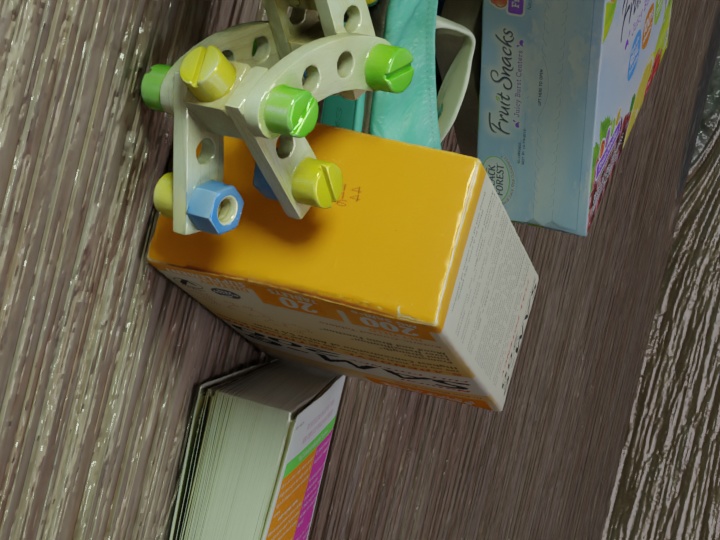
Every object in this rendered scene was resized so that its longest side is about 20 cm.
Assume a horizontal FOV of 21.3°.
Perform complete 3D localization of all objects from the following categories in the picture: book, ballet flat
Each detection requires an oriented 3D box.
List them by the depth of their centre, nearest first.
[{"bbox_3d":[0.020,-0.123,0.885,0.070,0.067,0.201,-10,119,-26],"label":"ballet flat"},{"bbox_3d":[-0.055,0.147,0.928,0.134,0.048,0.201,-19,123,-74],"label":"book"}]

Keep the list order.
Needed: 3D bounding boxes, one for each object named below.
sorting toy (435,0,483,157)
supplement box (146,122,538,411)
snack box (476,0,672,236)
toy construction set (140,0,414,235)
[{"bbox_3d":[0.064,-0.166,1.040,0.199,0.069,0.201,67,38,-66],"label":"sorting toy"},{"bbox_3d":[0.000,0.000,0.839,0.200,0.125,0.074,48,56,-72],"label":"supplement box"},{"bbox_3d":[0.116,-0.144,0.985,0.200,0.067,0.169,-61,157,-50],"label":"snack box"},{"bbox_3d":[-0.036,-0.118,0.689,0.131,0.092,0.201,-45,149,-33],"label":"toy construction set"}]
